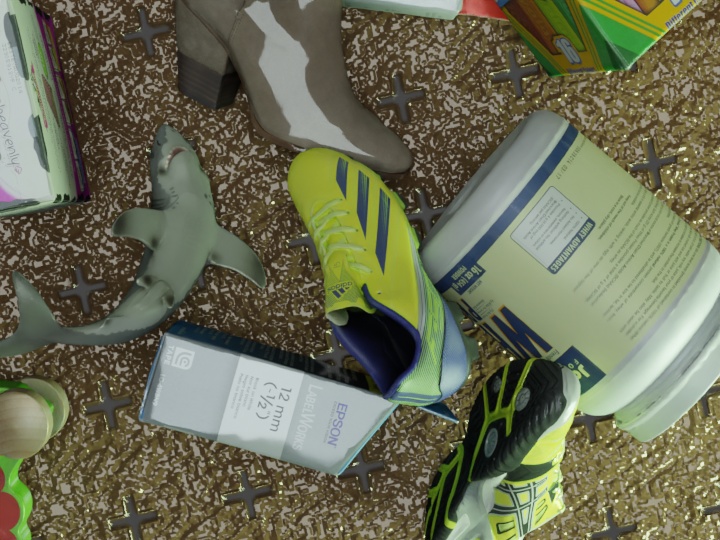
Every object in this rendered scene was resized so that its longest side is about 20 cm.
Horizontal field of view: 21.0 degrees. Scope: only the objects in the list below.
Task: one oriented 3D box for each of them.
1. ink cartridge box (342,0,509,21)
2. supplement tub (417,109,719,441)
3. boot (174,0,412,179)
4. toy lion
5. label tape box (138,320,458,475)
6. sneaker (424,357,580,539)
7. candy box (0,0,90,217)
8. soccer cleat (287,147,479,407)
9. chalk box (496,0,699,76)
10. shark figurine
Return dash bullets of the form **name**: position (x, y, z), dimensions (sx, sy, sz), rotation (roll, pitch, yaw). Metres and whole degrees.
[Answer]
- **ink cartridge box**: position (0.075, -0.275, 1.352), dimensions (0.173, 0.044, 0.201), rotation (6, 92, 0)
- **supplement tub**: position (0.152, 0.005, 1.311), dimensions (0.200, 0.145, 0.145), rotation (40, 90, -2)
- **boot**: position (-0.038, -0.163, 1.320), dimensions (0.199, 0.070, 0.147), rotation (22, 112, 7)
- **toy lion**: position (-0.310, 0.133, 1.349), dimensions (0.200, 0.069, 0.192), rotation (34, 98, -2)
- **label tape box**: position (-0.042, 0.092, 1.309), dimensions (0.199, 0.143, 0.066), rotation (18, 91, -2)
- **sneaker**: position (0.108, 0.128, 1.315), dimensions (0.076, 0.200, 0.076), rotation (14, 50, -13)
- **candy box**: position (-0.229, -0.105, 1.269), dimensions (0.061, 0.200, 0.137), rotation (-13, 92, -2)
- **soccer cleat**: position (0.001, 0.000, 1.255), dimensions (0.201, 0.083, 0.065), rotation (58, 134, 22)
- **chalk box**: position (0.134, -0.244, 1.280), dimensions (0.124, 0.125, 0.200), rotation (-42, 104, -11)
- **shark figurine**: position (-0.157, 0.014, 1.324), dimensions (0.128, 0.089, 0.215), rotation (45, 54, -6)
